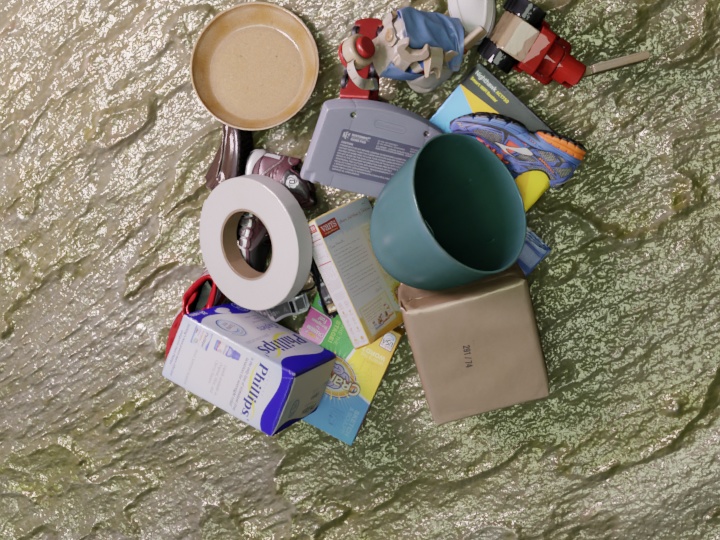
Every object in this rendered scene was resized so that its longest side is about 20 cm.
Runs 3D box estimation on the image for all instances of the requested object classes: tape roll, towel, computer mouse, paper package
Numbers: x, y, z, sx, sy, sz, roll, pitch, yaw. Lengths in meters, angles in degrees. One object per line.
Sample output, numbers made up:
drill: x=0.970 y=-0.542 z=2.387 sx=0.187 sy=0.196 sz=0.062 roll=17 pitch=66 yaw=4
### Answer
tape roll: x=-0.159 y=-0.043 z=1.614 sx=0.200 sy=0.037 sz=0.207 roll=12 pitch=110 yaw=34
towel: x=0.173 y=-0.054 z=1.611 sx=0.200 sy=0.024 sz=0.147 roll=42 pitch=135 yaw=3
computer mouse: x=-0.109 y=0.032 z=1.678 sx=0.198 sy=0.044 sz=0.111 roll=-14 pitch=110 yaw=47
paper package: x=0.168 y=0.100 z=1.588 sx=0.187 sy=0.104 sz=0.203 roll=-14 pitch=114 yaw=5

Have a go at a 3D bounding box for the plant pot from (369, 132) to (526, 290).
plant pot: x=0.106 y=-0.064 z=1.505 sx=0.160 sy=0.200 sz=0.202 roll=-32 pitch=92 yaw=50

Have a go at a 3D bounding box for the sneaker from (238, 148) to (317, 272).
sneaker: x=-0.125 y=-0.084 z=1.679 sx=0.113 sy=0.076 sz=0.204 roll=6 pitch=99 yaw=8

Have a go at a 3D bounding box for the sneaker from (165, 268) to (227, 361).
sneaker: x=-0.274 y=0.083 z=1.714 sx=0.077 sy=0.115 sz=0.203 roll=25 pitch=102 yaw=8

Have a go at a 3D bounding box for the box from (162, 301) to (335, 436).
box: x=-0.163 y=0.142 z=1.628 sx=0.198 sy=0.184 sz=0.106 roll=27 pitch=103 yaw=15

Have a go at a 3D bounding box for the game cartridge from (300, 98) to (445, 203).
game cartridge: x=0.024 y=-0.173 z=1.553 sx=0.197 sy=0.041 sz=0.135 roll=11 pitch=120 yaw=-22

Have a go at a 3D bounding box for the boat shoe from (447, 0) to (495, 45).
boat shoe: x=0.157 y=-0.431 z=1.565 sx=0.071 sy=0.066 sz=0.204 roll=-1 pitch=99 yaw=12

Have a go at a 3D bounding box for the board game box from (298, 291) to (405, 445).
board game box: x=-0.037 y=0.153 z=1.713 sx=0.151 sy=0.040 sz=0.203 roll=25 pitch=103 yaw=7

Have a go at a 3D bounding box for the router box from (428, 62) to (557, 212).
router box: x=0.200 y=-0.185 z=1.602 sx=0.200 sy=0.051 sz=0.150 roll=42 pitch=103 yaw=3

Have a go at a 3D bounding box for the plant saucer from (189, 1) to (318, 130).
plant saucer: x=-0.160 y=-0.307 z=1.645 sx=0.196 sy=0.035 sz=0.204 roll=0 pitch=81 yaw=2

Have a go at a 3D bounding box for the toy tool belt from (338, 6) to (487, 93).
toy tool belt: x=0.077 y=-0.323 z=1.520 sx=0.122 sy=0.198 sz=0.127 roll=-23 pitch=77 yaw=47

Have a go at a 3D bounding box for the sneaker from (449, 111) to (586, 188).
sneaker: x=0.218 y=-0.173 z=1.538 sx=0.197 sy=0.075 sz=0.080 roll=20 pitch=103 yaw=9

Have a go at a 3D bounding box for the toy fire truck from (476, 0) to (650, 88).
toy fire truck: x=0.281 y=-0.305 z=1.510 sx=0.198 sy=0.176 sz=0.130 roll=32 pitch=104 yaw=-6

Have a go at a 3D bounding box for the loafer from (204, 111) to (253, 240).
loafer: x=-0.213 y=-0.149 z=1.686 sx=0.070 sy=0.073 sz=0.204 roll=7 pitch=100 yaw=11

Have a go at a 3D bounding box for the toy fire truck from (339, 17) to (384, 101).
toy fire truck: x=0.008 y=-0.255 z=1.607 sx=0.048 sy=0.142 sz=0.203 roll=5 pitch=62 yaw=11

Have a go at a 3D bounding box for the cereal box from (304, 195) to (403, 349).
cereal box: x=0.000 y=0.000 z=1.629 sx=0.039 sy=0.143 sz=0.203 roll=-22 pitch=93 yaw=39
